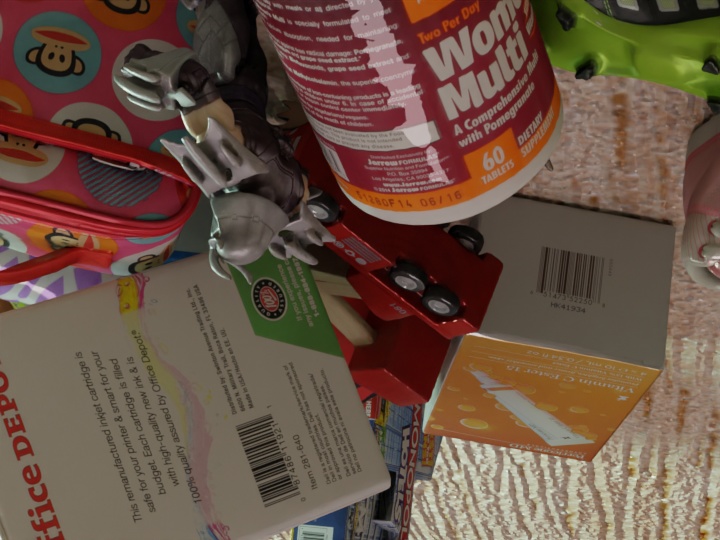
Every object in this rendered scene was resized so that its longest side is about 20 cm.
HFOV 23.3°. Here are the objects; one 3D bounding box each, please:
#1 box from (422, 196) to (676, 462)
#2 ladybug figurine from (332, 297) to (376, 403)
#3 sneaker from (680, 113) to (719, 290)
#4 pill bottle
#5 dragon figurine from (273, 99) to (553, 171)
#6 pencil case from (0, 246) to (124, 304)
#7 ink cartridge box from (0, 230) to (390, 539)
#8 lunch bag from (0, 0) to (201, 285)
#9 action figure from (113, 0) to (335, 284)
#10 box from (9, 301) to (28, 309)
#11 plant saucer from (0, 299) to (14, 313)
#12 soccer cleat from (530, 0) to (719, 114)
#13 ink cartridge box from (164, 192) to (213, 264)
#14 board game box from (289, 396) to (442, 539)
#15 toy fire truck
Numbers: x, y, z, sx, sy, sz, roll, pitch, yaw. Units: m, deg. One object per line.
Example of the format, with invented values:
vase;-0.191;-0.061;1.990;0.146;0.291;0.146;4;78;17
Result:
box;0.118;0.042;1.133;0.124;0.098;0.200;10;157;-1
ladybug figurine;-0.015;0.042;1.110;0.200;0.072;0.136;-21;151;-36
sneaker;0.218;-0.050;0.873;0.075;0.105;0.200;16;155;-9
pill bottle;0.010;-0.123;0.724;0.109;0.110;0.200;-2;136;25
dragon figurine;0.014;-0.071;0.961;0.199;0.059;0.099;4;157;14
pencil case;-0.212;-0.037;0.934;0.200;0.084;0.085;26;177;-17
ink cartridge box;-0.106;0.080;0.878;0.199;0.145;0.084;-18;172;-28
lunch bag;-0.172;-0.079;0.864;0.199;0.177;0.082;14;157;-11
action figure;-0.058;-0.082;0.779;0.069;0.201;0.130;-10;150;11
box;-0.140;0.075;1.089;0.122;0.048;0.200;38;165;22
plant saucer;-0.284;0.008;1.102;0.200;0.201;0.032;23;130;-28
soccer cleat;0.129;-0.124;0.787;0.200;0.081;0.068;23;150;24
ink cartridge box;-0.132;-0.005;1.138;0.145;0.085;0.200;5;156;10
board game box;0.012;0.155;1.370;0.061;0.201;0.200;2;170;19
toy fire truck;0.000;0.000;0.970;0.200;0.049;0.141;37;150;-27
